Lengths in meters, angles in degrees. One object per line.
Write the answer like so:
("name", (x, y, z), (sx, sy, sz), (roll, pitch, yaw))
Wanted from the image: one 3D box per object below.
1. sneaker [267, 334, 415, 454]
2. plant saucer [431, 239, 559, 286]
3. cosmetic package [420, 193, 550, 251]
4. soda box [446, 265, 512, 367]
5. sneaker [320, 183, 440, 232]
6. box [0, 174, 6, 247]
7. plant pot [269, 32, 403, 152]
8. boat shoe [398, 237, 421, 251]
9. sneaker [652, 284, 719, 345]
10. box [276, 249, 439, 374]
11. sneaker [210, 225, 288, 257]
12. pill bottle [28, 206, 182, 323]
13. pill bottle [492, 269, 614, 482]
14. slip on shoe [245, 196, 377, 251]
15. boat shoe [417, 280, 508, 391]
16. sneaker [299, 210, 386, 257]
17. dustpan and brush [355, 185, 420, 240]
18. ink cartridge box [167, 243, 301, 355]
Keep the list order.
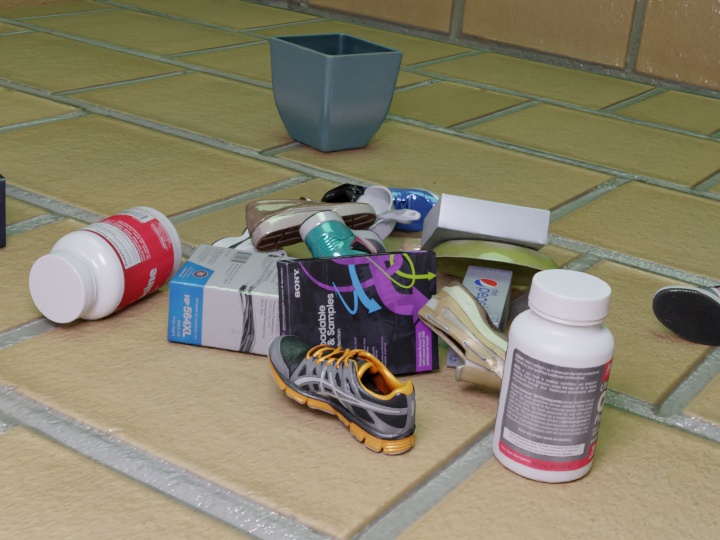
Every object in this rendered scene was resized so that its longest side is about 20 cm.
("sneaker", (-0.016, 0.115, 1.322), (0.199, 0.078, 0.078), (29, 34, 24))
("plant saucer", (0.186, -0.012, 1.697), (0.197, 0.032, 0.200), (8, -8, 1))
("cosmetic package", (0.169, -0.055, 1.703), (0.148, 0.052, 0.200), (7, -8, -4))
("soda box", (0.155, 0.059, 1.573), (0.062, 0.069, 0.200), (7, 20, 10))
("sneaker", (0.031, -0.096, 1.936), (0.198, 0.078, 0.111), (12, 15, 28))
("box", (-0.620, -0.103, 1.738), (0.180, 0.106, 0.199), (-8, 25, -31))
("plant pot", (-0.056, -0.346, 2.404), (0.194, 0.203, 0.195), (-11, 26, -40))
("boat shoe", (0.156, -0.040, 1.838), (0.197, 0.070, 0.074), (4, 20, -6))
("sneaker", (0.495, 0.043, 1.685), (0.197, 0.085, 0.121), (15, 26, 1))
("box", (-0.001, 0.054, 1.436), (0.197, 0.145, 0.036), (-5, 6, -25))
("sneaker", (-0.122, -0.017, 1.720), (0.114, 0.077, 0.200), (25, 34, 23))
("pill bottle", (-0.323, -0.005, 1.549), (0.111, 0.114, 0.200), (14, 22, 22))
("pill bottle", (0.203, 0.107, 1.270), (0.109, 0.203, 0.111), (5, 21, -2))
("slip on shoe", (-0.068, -0.075, 1.690), (0.198, 0.076, 0.061), (-12, 62, -29))
("boat shoe", (0.141, 0.107, 1.413), (0.076, 0.072, 0.200), (-34, 61, -12))
("sneaker", (0.000, 0.000, 1.662), (0.199, 0.083, 0.122), (25, 34, -59))
("dustpan and brush", (0.022, -0.075, 1.785), (0.199, 0.058, 0.140), (13, 54, 44))
("ink cartridge box", (-0.125, 0.039, 1.525), (0.197, 0.086, 0.146), (9, 20, 6))
